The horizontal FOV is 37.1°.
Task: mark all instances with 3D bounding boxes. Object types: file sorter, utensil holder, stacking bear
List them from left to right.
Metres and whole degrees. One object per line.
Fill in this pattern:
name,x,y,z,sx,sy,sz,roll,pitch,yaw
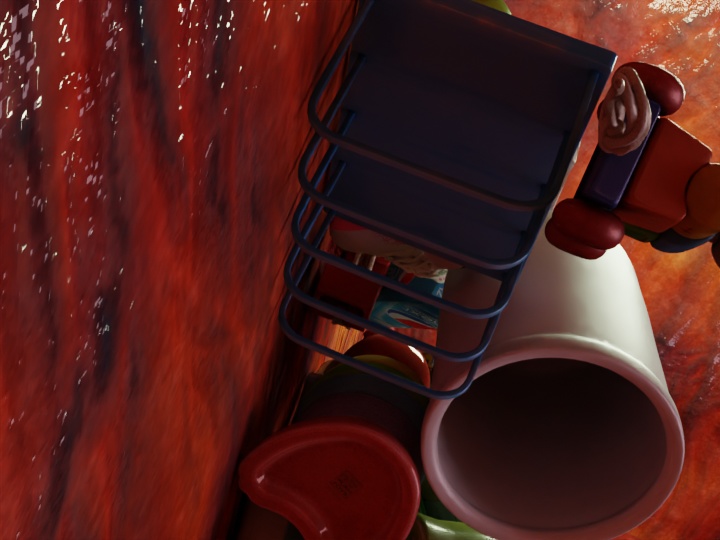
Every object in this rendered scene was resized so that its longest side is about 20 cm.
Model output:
stacking bear,0.005,0.114,0.812,0.114,0.121,0.200,-39,-170,22
file sorter,0.035,-0.037,0.608,0.200,0.138,0.123,103,11,-55
utensil holder,0.134,0.069,0.779,0.200,0.169,0.170,-78,-176,-58

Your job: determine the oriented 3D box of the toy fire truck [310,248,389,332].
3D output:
toy fire truck,0.000,0.000,0.957,0.200,0.049,0.141,101,8,-70

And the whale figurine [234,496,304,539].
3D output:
whale figurine,-0.044,0.206,0.889,0.200,0.103,0.160,-66,174,-77

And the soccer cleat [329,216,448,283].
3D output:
soccer cleat,0.051,-0.025,0.860,0.200,0.070,0.087,-19,110,-50

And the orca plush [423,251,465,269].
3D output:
orca plush,0.077,-0.078,0.727,0.071,0.105,0.200,-37,140,-20

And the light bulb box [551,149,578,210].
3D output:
light bulb box,0.144,-0.138,1.275,0.198,0.199,0.125,103,6,-54

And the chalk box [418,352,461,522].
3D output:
chalk box,0.064,0.169,0.928,0.200,0.124,0.125,-51,131,-59

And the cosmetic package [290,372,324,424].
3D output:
cosmetic package,-0.030,0.212,1.043,0.074,0.101,0.201,0,-112,65

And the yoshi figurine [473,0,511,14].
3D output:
yoshi figurine,0.073,-0.144,0.803,0.112,0.112,0.200,-48,-179,-17

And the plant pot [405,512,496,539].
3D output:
plant pot,0.092,0.271,0.780,0.201,0.192,0.201,-56,-163,26

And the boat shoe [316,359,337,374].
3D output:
boat shoe,-0.035,0.177,1.117,0.065,0.073,0.201,128,-26,-61

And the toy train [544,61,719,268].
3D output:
toy train,0.154,-0.036,0.481,0.200,0.115,0.085,24,89,-83

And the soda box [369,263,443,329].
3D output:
soda box,0.055,0.016,1.064,0.200,0.064,0.068,-4,-121,64
